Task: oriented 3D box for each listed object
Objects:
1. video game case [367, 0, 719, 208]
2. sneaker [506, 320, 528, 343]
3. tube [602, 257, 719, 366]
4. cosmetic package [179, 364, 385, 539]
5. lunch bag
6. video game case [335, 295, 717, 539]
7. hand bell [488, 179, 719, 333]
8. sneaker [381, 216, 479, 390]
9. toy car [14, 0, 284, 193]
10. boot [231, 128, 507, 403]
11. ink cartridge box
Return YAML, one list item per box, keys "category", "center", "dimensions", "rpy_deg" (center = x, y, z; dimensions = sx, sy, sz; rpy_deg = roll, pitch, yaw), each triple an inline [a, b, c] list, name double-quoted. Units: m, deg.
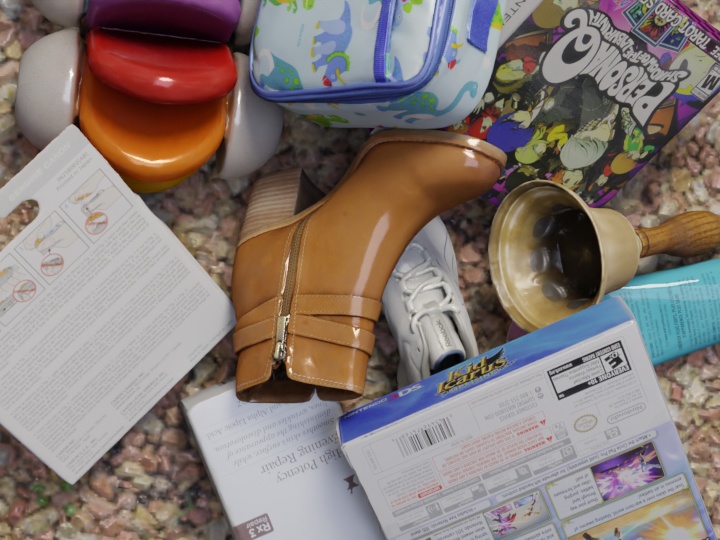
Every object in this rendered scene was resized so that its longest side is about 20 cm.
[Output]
- category: "video game case"
  center: [0.127, -0.121, 1.030]
  dimensions: [0.199, 0.036, 0.181]
  rpy_deg: [26, 118, -38]
- category: "sneaker"
  center: [0.172, 0.107, 1.110]
  dimensions: [0.088, 0.080, 0.202]
  rpy_deg: [-27, 101, -16]
- category: "tube"
  center: [0.256, 0.022, 1.138]
  dimensions: [0.198, 0.050, 0.078]
  rpy_deg: [-15, 96, -6]
- category: "cosmetic package"
  center: [-0.040, 0.162, 1.066]
  dimensions: [0.101, 0.074, 0.202]
  rpy_deg: [-23, 94, -9]
- category: "lunch bag"
  center: [0.018, -0.190, 0.962]
  dimensions: [0.082, 0.160, 0.202]
  rpy_deg: [20, 79, -50]
- category: "video game case"
  center: [0.109, 0.137, 1.014]
  dimensions: [0.198, 0.046, 0.183]
  rpy_deg: [-23, 112, 4]
- category: "hand bell"
  center: [0.193, -0.017, 1.089]
  dimensions: [0.199, 0.104, 0.105]
  rpy_deg: [-8, 93, -40]
- category: "sneaker"
  center: [0.047, 0.024, 1.073]
  dimensions: [0.074, 0.087, 0.202]
  rpy_deg: [-21, 94, -8]
- category: "toy car"
  center: [-0.128, -0.151, 1.002]
  dimensions: [0.173, 0.150, 0.202]
  rpy_deg: [5, 90, -11]
- category: "boot"
  center: [0.000, 0.000, 0.990]
  dimensions: [0.198, 0.077, 0.157]
  rpy_deg: [-9, 61, 26]
- category: "ink cartridge box"
  center: [-0.187, 0.019, 0.999]
  dimensions: [0.162, 0.057, 0.200]
  rpy_deg: [-44, 127, -7]
